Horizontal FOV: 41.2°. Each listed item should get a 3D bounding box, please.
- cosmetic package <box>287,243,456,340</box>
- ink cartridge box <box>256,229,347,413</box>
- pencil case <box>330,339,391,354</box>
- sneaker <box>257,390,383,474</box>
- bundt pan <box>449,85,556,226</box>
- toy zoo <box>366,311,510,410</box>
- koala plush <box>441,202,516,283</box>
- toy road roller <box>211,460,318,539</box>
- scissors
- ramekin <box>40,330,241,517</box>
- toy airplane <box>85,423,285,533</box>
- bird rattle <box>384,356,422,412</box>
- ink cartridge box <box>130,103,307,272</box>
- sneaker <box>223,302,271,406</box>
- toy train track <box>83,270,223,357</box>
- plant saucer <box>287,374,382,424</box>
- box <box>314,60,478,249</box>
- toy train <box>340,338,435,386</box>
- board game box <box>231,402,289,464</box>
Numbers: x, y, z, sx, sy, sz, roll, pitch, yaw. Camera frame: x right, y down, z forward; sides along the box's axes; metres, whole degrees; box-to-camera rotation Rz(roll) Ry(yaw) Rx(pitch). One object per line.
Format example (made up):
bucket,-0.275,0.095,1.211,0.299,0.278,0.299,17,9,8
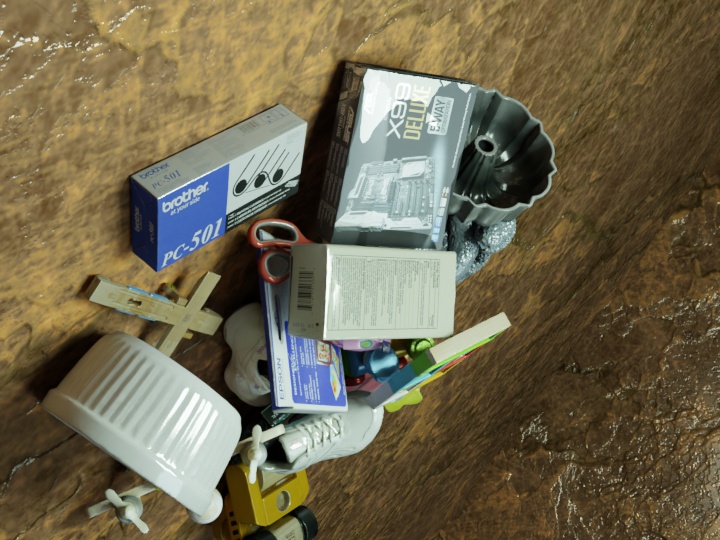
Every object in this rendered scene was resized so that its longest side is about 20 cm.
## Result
cosmetic package,0.016,0.025,1.095,0.197,0.070,0.108,4,89,-40
ink cartridge box,-0.081,0.069,1.145,0.046,0.202,0.199,-12,166,22
pencil case,0.000,0.000,1.186,0.087,0.086,0.205,26,65,-67
sneaker,-0.060,0.223,1.261,0.198,0.079,0.099,-31,169,19
bundt pan,0.155,-0.143,1.272,0.201,0.202,0.076,-38,165,-31
toy zoo,0.089,0.121,1.205,0.130,0.021,0.200,-22,166,-34
koala plush,0.080,-0.024,1.325,0.199,0.177,0.185,-39,164,-38
toy road roller,-0.166,0.358,1.492,0.122,0.144,0.204,-21,105,-50
scissors,-0.042,-0.023,1.106,0.197,0.075,0.014,-2,165,-37
ramekin,-0.214,0.151,0.979,0.106,0.198,0.201,-55,159,-17
toy airplane,-0.211,0.249,1.180,0.200,0.142,0.198,-42,151,23
bird rattle,0.029,0.153,1.611,0.199,0.112,0.166,20,95,-53
ink cartridge box,-0.140,-0.086,0.966,0.199,0.044,0.095,-34,149,-38
sneaker,-0.128,0.132,1.225,0.074,0.100,0.202,-30,149,-19
toy train track,-0.218,0.034,1.009,0.116,0.032,0.199,-56,150,5
plant saucer,-0.035,0.199,1.424,0.199,0.051,0.201,-36,178,-1
box,0.040,-0.129,1.105,0.155,0.050,0.204,2,110,-32
toy train,0.064,0.097,1.289,0.197,0.115,0.086,-16,100,-27
board game box,-0.112,0.198,1.353,0.135,0.028,0.200,-39,174,-32
